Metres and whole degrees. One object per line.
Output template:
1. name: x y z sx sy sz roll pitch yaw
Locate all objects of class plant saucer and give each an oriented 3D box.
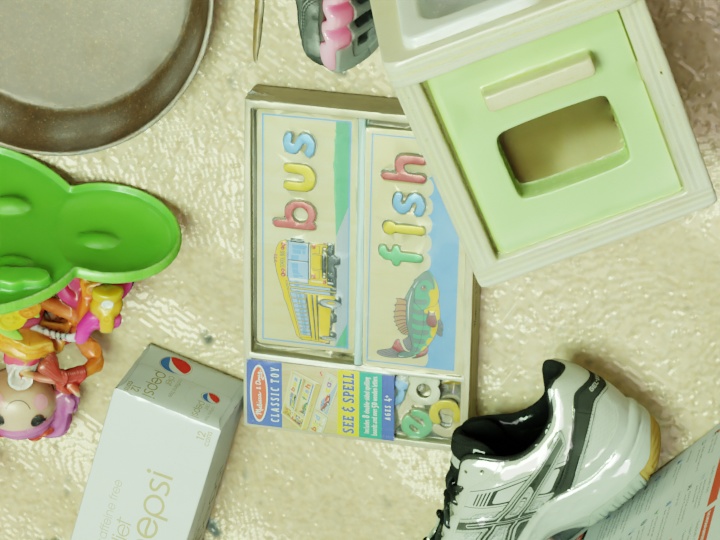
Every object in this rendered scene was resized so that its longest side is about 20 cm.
1. plant saucer: -0.170 -0.161 1.450 0.199 0.035 0.201 5 113 13

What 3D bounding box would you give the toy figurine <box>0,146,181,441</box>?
1. toy figurine: -0.209 0.043 1.517 0.199 0.150 0.185 1 130 -12

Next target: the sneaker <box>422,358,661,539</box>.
1. sneaker: 0.069 0.125 1.481 0.088 0.076 0.200 41 107 -19

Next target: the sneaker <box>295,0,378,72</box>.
1. sneaker: -0.023 -0.203 1.382 0.095 0.079 0.201 16 117 32

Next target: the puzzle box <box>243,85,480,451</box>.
1. puzzle box: 0.000 0.000 1.478 0.132 0.025 0.201 6 114 13

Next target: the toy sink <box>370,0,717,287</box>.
1. toy sink: 0.080 -0.112 1.320 0.130 0.112 0.201 -19 123 7

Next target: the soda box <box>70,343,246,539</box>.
1. soda box: -0.127 0.149 1.554 0.068 0.064 0.201 21 117 6

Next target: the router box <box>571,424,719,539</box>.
1. router box: 0.159 0.163 1.398 0.049 0.200 0.179 46 116 -6

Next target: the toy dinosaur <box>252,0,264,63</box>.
1. toy dinosaur: -0.092 -0.217 1.370 0.200 0.060 0.106 41 132 4
